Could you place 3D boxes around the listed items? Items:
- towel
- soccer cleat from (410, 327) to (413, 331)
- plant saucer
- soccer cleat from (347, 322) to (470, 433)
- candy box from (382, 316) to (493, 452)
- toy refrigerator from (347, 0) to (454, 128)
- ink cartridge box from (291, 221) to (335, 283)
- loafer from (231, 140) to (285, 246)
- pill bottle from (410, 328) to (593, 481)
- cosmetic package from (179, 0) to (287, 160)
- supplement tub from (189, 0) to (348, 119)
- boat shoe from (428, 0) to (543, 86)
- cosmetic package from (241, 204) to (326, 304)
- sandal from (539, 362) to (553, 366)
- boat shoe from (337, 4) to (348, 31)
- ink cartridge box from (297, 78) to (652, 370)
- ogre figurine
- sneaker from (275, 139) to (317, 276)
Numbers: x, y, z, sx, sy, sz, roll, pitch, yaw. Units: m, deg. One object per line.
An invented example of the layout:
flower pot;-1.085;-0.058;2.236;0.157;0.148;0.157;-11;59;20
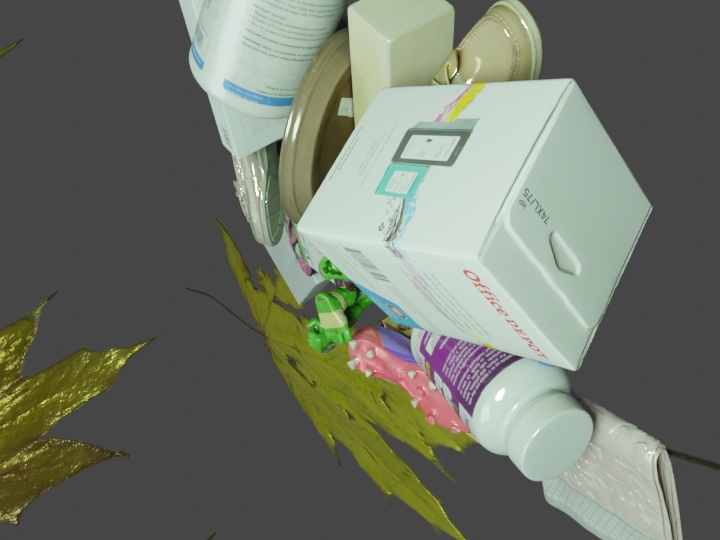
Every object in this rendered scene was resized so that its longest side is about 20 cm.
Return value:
towel;0.245;0.210;0.864;0.199;0.032;0.194;29;143;55
soccer cleat;0.079;-0.002;0.952;0.202;0.068;0.087;85;168;-48
plant saucer;-0.021;-0.139;0.834;0.029;0.202;0.202;20;145;19
soccer cleat;0.071;0.120;0.980;0.198;0.076;0.068;27;129;31
candy box;0.112;0.128;1.045;0.199;0.056;0.119;27;142;55
toy refrigerator;0.037;-0.166;0.795;0.070;0.075;0.202;47;157;32
ink cartridge box;-0.019;-0.054;1.086;0.199;0.075;0.150;34;148;54
loafer;-0.137;-0.132;1.061;0.061;0.072;0.204;4;112;18
pill bottle;0.140;0.111;0.833;0.200;0.111;0.114;50;160;50
cosmetic package;-0.108;-0.248;0.931;0.052;0.149;0.203;43;154;43
supplement tub;-0.078;-0.259;0.778;0.133;0.130;0.201;51;134;23
boat shoe;0.090;-0.146;0.700;0.074;0.068;0.201;55;160;13
cosmetic package;-0.116;-0.057;1.339;0.202;0.051;0.151;59;162;4
sandal;0.139;0.011;0.807;0.201;0.079;0.087;52;179;25
boat shoe;-0.030;-0.200;0.919;0.070;0.071;0.203;43;153;39
ink cartridge box;0.085;-0.039;0.634;0.198;0.148;0.147;12;156;50
ogre figurine;0.000;0.000;0.981;0.097;0.119;0.204;19;126;31
sneaker;-0.090;-0.096;1.230;0.086;0.079;0.204;-157;52;-70
